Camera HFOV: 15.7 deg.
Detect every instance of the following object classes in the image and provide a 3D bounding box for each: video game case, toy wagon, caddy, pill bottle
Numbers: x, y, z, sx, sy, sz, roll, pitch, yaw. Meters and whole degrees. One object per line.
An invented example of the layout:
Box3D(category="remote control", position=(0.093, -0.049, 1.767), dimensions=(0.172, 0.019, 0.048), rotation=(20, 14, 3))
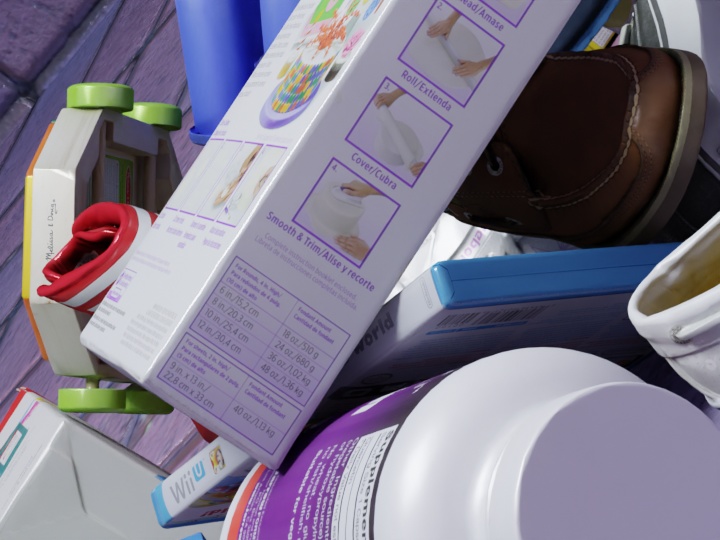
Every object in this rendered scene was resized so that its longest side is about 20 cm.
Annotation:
Box3D(category="video game case", position=(0.031, 0.042, 0.932), dimensions=(0.200, 0.142, 0.018), rotation=(-40, 62, 48))
Box3D(category="toy wagon", position=(-0.114, -0.006, 1.295), dimensions=(0.200, 0.039, 0.156), rotation=(15, -104, -74))
Box3D(category="caddy", position=(-0.002, -0.109, 1.325), dimensions=(0.199, 0.106, 0.141), rotation=(-21, 13, -42))
Box3D(category="pill bottle", position=(0.037, 0.087, 0.803), dimensions=(0.113, 0.112, 0.200), rotation=(-60, 14, -23))

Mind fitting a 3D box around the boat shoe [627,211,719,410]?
Box3D(category="boat shoe", position=(0.151, -0.039, 0.774), dimensions=(0.202, 0.086, 0.075), rotation=(-45, 16, 35))

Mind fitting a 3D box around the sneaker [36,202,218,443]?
Box3D(category="sneaker", position=(-0.085, 0.018, 1.207), dimensions=(0.200, 0.115, 0.079), rotation=(103, -168, -64))

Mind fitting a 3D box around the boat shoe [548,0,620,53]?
Box3D(category="boat shoe", position=(0.027, -0.084, 1.060), dimensions=(0.200, 0.069, 0.084), rotation=(-43, 22, 7))

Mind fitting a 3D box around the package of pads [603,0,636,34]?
Box3D(category="package of pads", position=(0.131, -0.207, 1.138), dimensions=(0.200, 0.154, 0.068), rotation=(-51, 56, 14))

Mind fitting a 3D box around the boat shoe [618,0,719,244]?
Box3D(category="boat shoe", position=(0.124, -0.077, 0.998), dimensions=(0.064, 0.071, 0.200), rotation=(-46, 17, 26))

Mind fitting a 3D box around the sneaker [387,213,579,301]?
Box3D(category="sneaker", position=(0.048, -0.002, 1.072), dimensions=(0.099, 0.075, 0.201), rotation=(2, 63, 56))

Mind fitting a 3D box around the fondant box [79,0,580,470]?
Box3D(category="fondant box", position=(-0.011, -0.038, 0.895), dimensions=(0.201, 0.058, 0.144), rotation=(-58, 14, -4))

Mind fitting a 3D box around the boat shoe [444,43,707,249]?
Box3D(category="boat shoe", position=(0.060, -0.043, 0.944), dimensions=(0.200, 0.068, 0.073), rotation=(159, 123, -72))

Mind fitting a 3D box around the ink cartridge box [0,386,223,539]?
Box3D(category="ink cartridge box", position=(-0.131, 0.120, 1.305), dimensions=(0.068, 0.116, 0.200), rotation=(-58, 13, -5))

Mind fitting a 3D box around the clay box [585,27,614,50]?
Box3D(category="clay box", position=(0.063, -0.207, 1.250), dimensions=(0.115, 0.200, 0.048), rotation=(-55, 13, -7))

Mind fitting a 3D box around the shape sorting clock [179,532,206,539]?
Box3D(category="shape sorting clock", position=(-0.116, 0.166, 1.117), dimensions=(0.199, 0.039, 0.200), rotation=(-22, -16, -7))
